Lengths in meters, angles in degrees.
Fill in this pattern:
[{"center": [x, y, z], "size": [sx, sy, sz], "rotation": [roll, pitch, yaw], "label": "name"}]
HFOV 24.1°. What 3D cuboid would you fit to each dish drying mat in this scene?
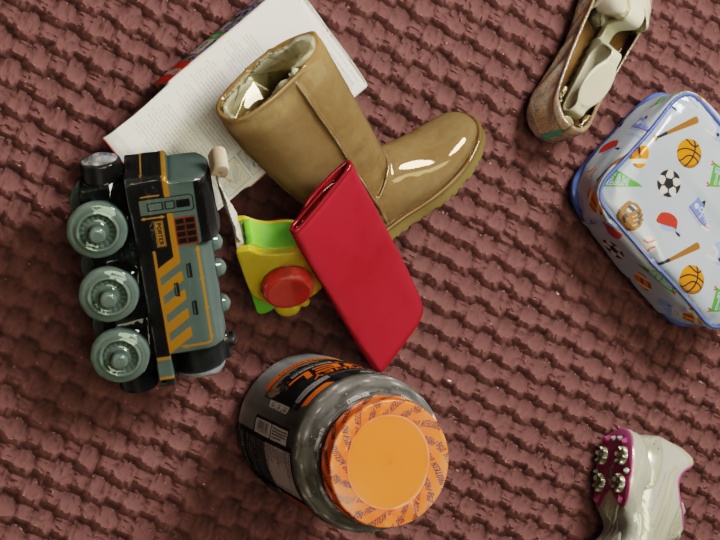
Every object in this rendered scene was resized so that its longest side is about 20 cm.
[{"center": [0.000, 0.000, 1.358], "size": [0.077, 0.018, 0.200], "rotation": [-51, 141, -18], "label": "dish drying mat"}]

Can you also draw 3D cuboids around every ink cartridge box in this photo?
[{"center": [-0.103, -0.129, 1.351], "size": [0.200, 0.050, 0.109], "rotation": [-41, 108, -13], "label": "ink cartridge box"}]

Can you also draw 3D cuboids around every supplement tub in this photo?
[{"center": [-0.013, 0.135, 1.323], "size": [0.122, 0.200, 0.123], "rotation": [-2, 94, -21], "label": "supplement tub"}]

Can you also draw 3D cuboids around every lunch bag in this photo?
[{"center": [0.295, -0.053, 1.498], "size": [0.200, 0.076, 0.160], "rotation": [47, 75, -17], "label": "lunch bag"}]

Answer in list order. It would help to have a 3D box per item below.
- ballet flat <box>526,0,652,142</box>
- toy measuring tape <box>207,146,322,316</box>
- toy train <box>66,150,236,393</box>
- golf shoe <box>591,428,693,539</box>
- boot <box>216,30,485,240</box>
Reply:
[{"center": [0.213, -0.198, 1.458], "size": [0.068, 0.067, 0.201], "rotation": [28, 84, -21], "label": "ballet flat"}, {"center": [-0.066, -0.030, 1.323], "size": [0.073, 0.074, 0.200], "rotation": [-34, 144, -16], "label": "toy measuring tape"}, {"center": [-0.160, 0.001, 1.295], "size": [0.113, 0.085, 0.201], "rotation": [-8, 114, -3], "label": "toy train"}, {"center": [0.251, 0.244, 1.503], "size": [0.091, 0.075, 0.201], "rotation": [7, 92, -25], "label": "golf shoe"}, {"center": [0.001, -0.115, 1.337], "size": [0.175, 0.066, 0.200], "rotation": [-46, 135, -10], "label": "boot"}]
